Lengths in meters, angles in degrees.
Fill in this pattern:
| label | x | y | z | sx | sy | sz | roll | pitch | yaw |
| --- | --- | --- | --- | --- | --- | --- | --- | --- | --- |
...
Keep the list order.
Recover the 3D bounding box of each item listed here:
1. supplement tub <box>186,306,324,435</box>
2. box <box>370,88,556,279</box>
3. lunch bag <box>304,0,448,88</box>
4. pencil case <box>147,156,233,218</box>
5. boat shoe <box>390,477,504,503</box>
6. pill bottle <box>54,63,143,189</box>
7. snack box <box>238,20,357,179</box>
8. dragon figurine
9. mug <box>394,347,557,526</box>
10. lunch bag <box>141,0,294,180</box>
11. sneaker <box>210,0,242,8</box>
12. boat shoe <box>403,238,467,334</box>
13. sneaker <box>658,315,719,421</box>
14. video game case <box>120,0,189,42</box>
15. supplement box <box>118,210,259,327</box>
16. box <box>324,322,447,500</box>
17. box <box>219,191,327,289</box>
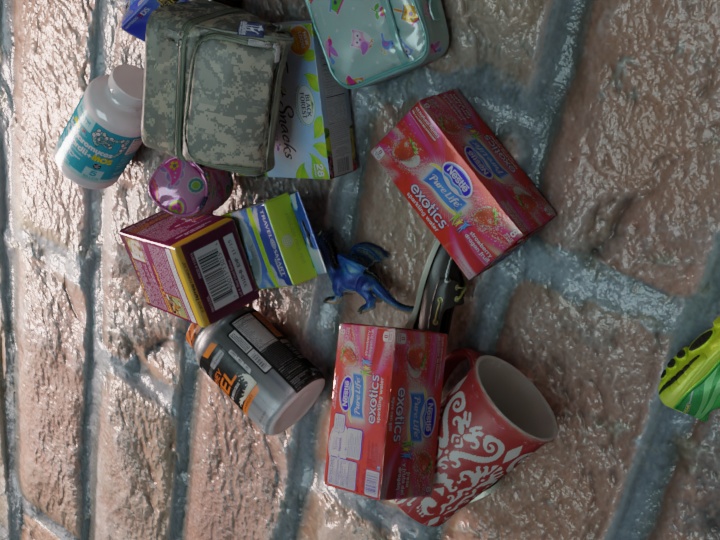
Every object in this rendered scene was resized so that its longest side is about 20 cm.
| label | x | y | z | sx | sy | sz | roll | pitch | yaw |
| --- | --- | --- | --- | --- | --- | --- | --- | --- | --- |
| supplement tub | -0.160 | 0.139 | 1.415 | 0.200 | 0.122 | 0.123 | 42 | 128 | 18 |
| box | 0.121 | -0.104 | 1.122 | 0.200 | 0.095 | 0.100 | 53 | 129 | 8 |
| lunch bag | 0.015 | -0.328 | 1.125 | 0.160 | 0.077 | 0.200 | -12 | 100 | 40 |
| pencil case | -0.231 | -0.120 | 1.319 | 0.087 | 0.200 | 0.088 | 0 | 96 | 2 |
| boat shoe | 0.105 | 0.283 | 1.304 | 0.200 | 0.072 | 0.068 | -10 | 105 | 41 |
| pill bottle | -0.385 | -0.223 | 1.450 | 0.111 | 0.111 | 0.200 | 52 | 130 | 9 |
| snack box | -0.097 | -0.226 | 1.258 | 0.169 | 0.068 | 0.200 | 7 | 113 | 36 |
| dragon figurine | 0.000 | 0.000 | 1.280 | 0.200 | 0.059 | 0.100 | 16 | 117 | 33 |
| mug | 0.134 | 0.212 | 1.209 | 0.133 | 0.178 | 0.200 | 36 | 115 | -11 |
| lunch bag | -0.171 | -0.229 | 1.186 | 0.168 | 0.139 | 0.200 | 21 | 118 | 20 |
| sneaker | -0.215 | -0.355 | 1.292 | 0.085 | 0.073 | 0.200 | 33 | 126 | 20 |
| boat shoe | 0.103 | 0.034 | 1.206 | 0.061 | 0.072 | 0.201 | 22 | 112 | 14 |
| sneaker | 0.411 | 0.090 | 1.009 | 0.084 | 0.074 | 0.200 | 35 | 126 | -12 |
| video game case | -0.234 | -0.423 | 1.231 | 0.200 | 0.045 | 0.181 | -27 | 50 | 40 |
| supplement box | -0.254 | -0.009 | 1.396 | 0.200 | 0.103 | 0.131 | 15 | 128 | 51 |
| box | 0.030 | 0.168 | 1.146 | 0.103 | 0.095 | 0.200 | 1 | 85 | 46 |
| box | -0.127 | -0.037 | 1.328 | 0.200 | 0.048 | 0.122 | -8 | 104 | 61 |
